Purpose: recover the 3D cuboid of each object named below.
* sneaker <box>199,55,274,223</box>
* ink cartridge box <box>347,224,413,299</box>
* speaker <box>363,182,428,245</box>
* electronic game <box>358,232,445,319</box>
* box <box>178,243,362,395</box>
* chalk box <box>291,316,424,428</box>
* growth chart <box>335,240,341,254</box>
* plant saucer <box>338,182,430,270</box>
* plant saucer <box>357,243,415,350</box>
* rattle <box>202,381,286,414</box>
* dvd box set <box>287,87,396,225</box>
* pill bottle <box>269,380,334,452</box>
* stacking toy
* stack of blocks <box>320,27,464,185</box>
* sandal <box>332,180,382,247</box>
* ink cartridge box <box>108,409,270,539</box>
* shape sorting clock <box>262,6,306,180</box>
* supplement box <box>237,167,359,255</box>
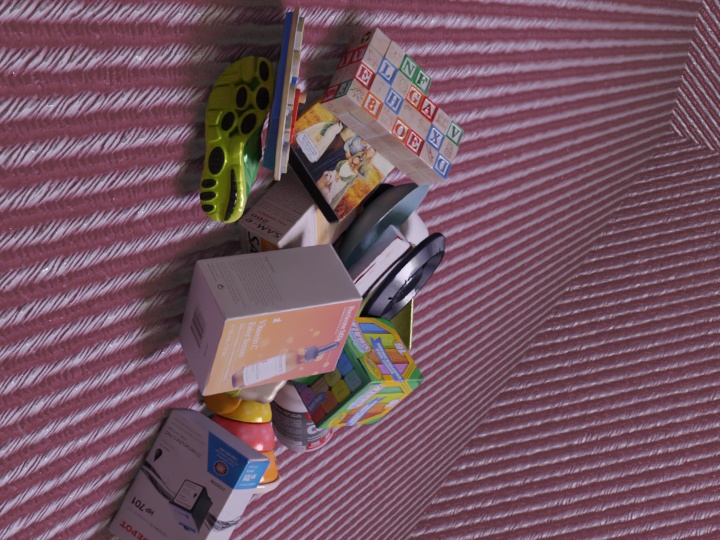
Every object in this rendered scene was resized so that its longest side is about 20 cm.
[{"bbox_3d":[-0.150,-0.159,1.226,0.084,0.073,0.202,-87,-167,-71],"label":"sneaker"},{"bbox_3d":[0.000,0.000,1.550,0.161,0.050,0.200,-46,169,5],"label":"ink cartridge box"},{"bbox_3d":[0.061,-0.084,1.785,0.082,0.081,0.200,-59,160,-5],"label":"speaker"},{"bbox_3d":[0.068,0.018,1.669,0.200,0.042,0.200,-45,167,-13],"label":"electronic game"},{"bbox_3d":[-0.122,0.063,1.364,0.198,0.107,0.153,-8,139,-29],"label":"box"},{"bbox_3d":[-0.022,0.153,1.555,0.125,0.125,0.199,-43,155,26],"label":"chalk box"},{"bbox_3d":[-0.059,0.000,1.695,0.200,0.018,0.146,-28,142,-56],"label":"growth chart"},{"bbox_3d":[0.025,-0.074,1.593,0.201,0.039,0.201,-44,171,-9],"label":"plant saucer"},{"bbox_3d":[0.012,0.062,1.755,0.199,0.048,0.202,-14,111,-47],"label":"plant saucer"},{"bbox_3d":[-0.158,0.104,1.529,0.143,0.129,0.202,99,0,-66],"label":"rattle"},{"bbox_3d":[-0.016,-0.180,1.424,0.200,0.029,0.147,-46,112,-34],"label":"dvd box set"},{"bbox_3d":[-0.098,0.209,1.734,0.114,0.113,0.201,-48,156,-31],"label":"pill bottle"},{"bbox_3d":[-0.181,0.232,1.591,0.146,0.145,0.202,-1,102,-67],"label":"stacking toy"},{"bbox_3d":[0.052,-0.223,1.425,0.200,0.058,0.116,37,64,-30],"label":"stack of blocks"},{"bbox_3d":[-0.007,-0.104,1.625,0.203,0.049,0.083,-58,152,-21],"label":"sandal"},{"bbox_3d":[-0.245,0.323,1.483,0.201,0.146,0.086,-61,161,0],"label":"ink cartridge box"},{"bbox_3d":[-0.083,-0.206,1.210,0.200,0.039,0.202,-172,-90,-82],"label":"shape sorting clock"},{"bbox_3d":[-0.084,-0.075,1.459,0.200,0.073,0.127,-50,156,-33],"label":"supplement box"}]
